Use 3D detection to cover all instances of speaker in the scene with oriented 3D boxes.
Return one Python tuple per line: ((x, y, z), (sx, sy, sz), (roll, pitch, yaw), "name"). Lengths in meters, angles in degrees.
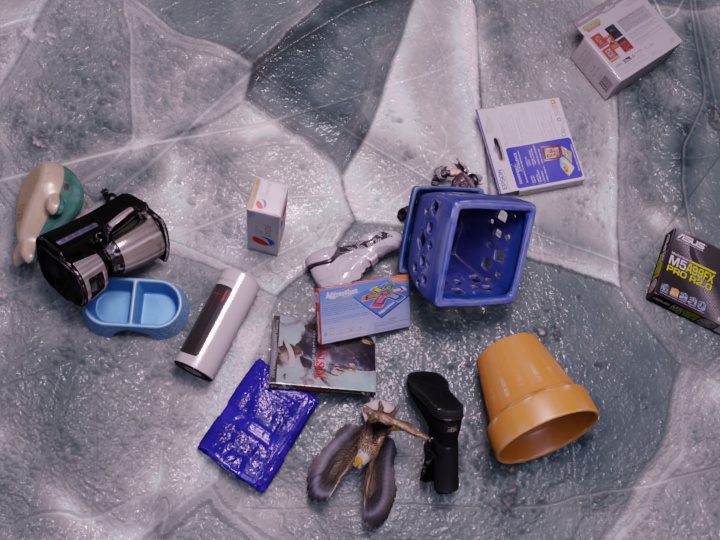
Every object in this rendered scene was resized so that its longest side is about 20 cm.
((-0.262, 0.097, 1.498), (0.081, 0.081, 0.201), (25, 71, 1), "speaker")

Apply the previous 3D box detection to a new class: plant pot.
((0.306, 0.224, 1.488), (0.198, 0.201, 0.185), (-14, 58, -12), "plant pot")
((0.184, -0.058, 1.516), (0.198, 0.180, 0.202), (-1, 111, -31), "plant pot")

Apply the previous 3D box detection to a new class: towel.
((-0.182, 0.277, 1.465), (0.147, 0.050, 0.201), (32, 70, 3), "towel")

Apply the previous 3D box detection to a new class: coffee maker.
((-0.478, -0.044, 1.469), (0.191, 0.136, 0.199), (16, 37, 40), "coffee maker")

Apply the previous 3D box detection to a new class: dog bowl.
((-0.418, 0.065, 1.502), (0.197, 0.050, 0.113), (4, 71, -7), "dog bowl")

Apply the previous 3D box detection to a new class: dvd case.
((-0.069, 0.158, 1.511), (0.197, 0.022, 0.147), (6, 55, -8), "dvd case")

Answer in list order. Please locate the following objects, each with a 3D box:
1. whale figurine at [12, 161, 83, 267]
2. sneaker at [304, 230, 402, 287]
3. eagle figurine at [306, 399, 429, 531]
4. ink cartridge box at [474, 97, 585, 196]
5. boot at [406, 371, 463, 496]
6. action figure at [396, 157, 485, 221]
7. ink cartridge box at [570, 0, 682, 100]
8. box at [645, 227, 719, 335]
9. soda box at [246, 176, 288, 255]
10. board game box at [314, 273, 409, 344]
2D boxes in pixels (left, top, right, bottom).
((-0.577, -0.097, 1.499), (0.103, 0.158, 0.202), (24, 66, -40), "whale figurine")
((0.000, 0.000, 1.572), (0.198, 0.075, 0.116), (-17, 76, -9), "sneaker")
((0.006, 0.335, 1.445), (0.150, 0.202, 0.152), (6, 25, -42), "eagle figurine")
((0.355, -0.261, 1.725), (0.198, 0.047, 0.200), (-11, 75, -10), "ink cartridge box")
((0.130, 0.293, 1.479), (0.075, 0.200, 0.170), (-1, 106, -15), "boot")
((0.174, -0.148, 1.650), (0.199, 0.070, 0.131), (-31, 71, -20), "action figure")
((0.581, -0.512, 1.817), (0.199, 0.084, 0.176), (-32, 79, -17), "ink cartridge box")
((0.707, 0.027, 1.676), (0.198, 0.044, 0.161), (26, 71, 1), "box")
((-0.174, -0.097, 1.510), (0.063, 0.200, 0.069), (14, 70, -3), "soda box")
((0.007, 0.070, 1.519), (0.198, 0.019, 0.104), (-9, 104, -31), "board game box")
